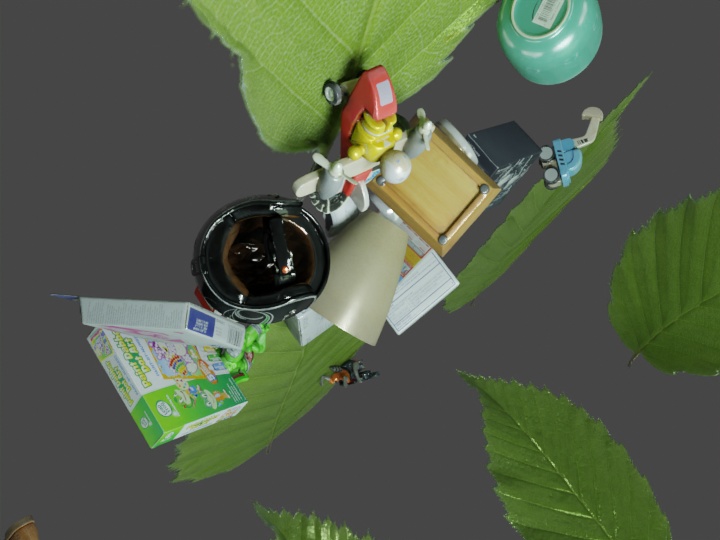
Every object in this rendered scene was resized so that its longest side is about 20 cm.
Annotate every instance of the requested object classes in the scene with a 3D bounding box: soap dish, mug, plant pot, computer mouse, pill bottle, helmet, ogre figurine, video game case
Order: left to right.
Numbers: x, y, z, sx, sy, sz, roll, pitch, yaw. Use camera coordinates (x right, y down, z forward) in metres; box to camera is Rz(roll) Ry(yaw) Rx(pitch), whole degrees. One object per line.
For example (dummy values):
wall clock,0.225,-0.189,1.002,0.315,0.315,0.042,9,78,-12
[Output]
ogre figurine,-0.263,0.189,1.340,0.199,0.099,0.120,-36,179,31
helmet,-0.140,-0.015,0.909,0.199,0.201,0.191,-37,180,-5
computer mouse,-0.035,-0.085,1.208,0.109,0.044,0.201,-34,163,-13
plant pot,0.000,0.000,1.141,0.202,0.185,0.187,-58,163,-1
video game case,0.073,-0.060,1.344,0.200,0.143,0.017,-46,-177,23
pill bottle,0.113,-0.176,1.176,0.199,0.112,0.111,-41,163,7
soap dish,0.122,-0.147,1.081,0.158,0.199,0.081,-48,-177,8
mug,0.280,-0.391,0.956,0.150,0.189,0.114,-19,170,26

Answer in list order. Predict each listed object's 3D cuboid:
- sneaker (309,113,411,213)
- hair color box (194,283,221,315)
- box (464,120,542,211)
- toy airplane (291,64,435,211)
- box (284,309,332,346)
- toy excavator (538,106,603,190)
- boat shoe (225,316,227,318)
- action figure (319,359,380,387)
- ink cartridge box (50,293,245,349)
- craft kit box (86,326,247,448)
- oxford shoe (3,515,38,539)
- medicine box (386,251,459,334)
sneaker,-0.001,-0.180,1.028,0.199,0.079,0.090,-40,-177,13
hair color box,-0.177,-0.005,1.076,0.198,0.064,0.111,-24,158,-39
box,0.284,-0.224,1.435,0.198,0.105,0.183,-25,157,-41
toy airplane,0.013,-0.159,0.881,0.201,0.141,0.198,-53,151,7
box,-0.086,0.058,1.377,0.175,0.097,0.201,-34,163,-15
toy excavator,0.607,-0.347,1.799,0.196,0.199,0.100,-13,170,16
boat shoe,-0.174,0.043,1.205,0.197,0.063,0.075,-19,172,-29
action figure,-0.033,0.370,2.307,0.197,0.107,0.193,-19,180,31
ink cartridge box,-0.285,0.074,0.868,0.195,0.044,0.196,2,167,12
craft kit box,-0.300,0.161,0.999,0.049,0.201,0.196,-45,164,24
oxford shoe,-0.776,0.634,1.425,0.071,0.072,0.201,-21,157,-50
medicine box,0.096,0.012,1.447,0.181,0.201,0.103,-38,174,-1
